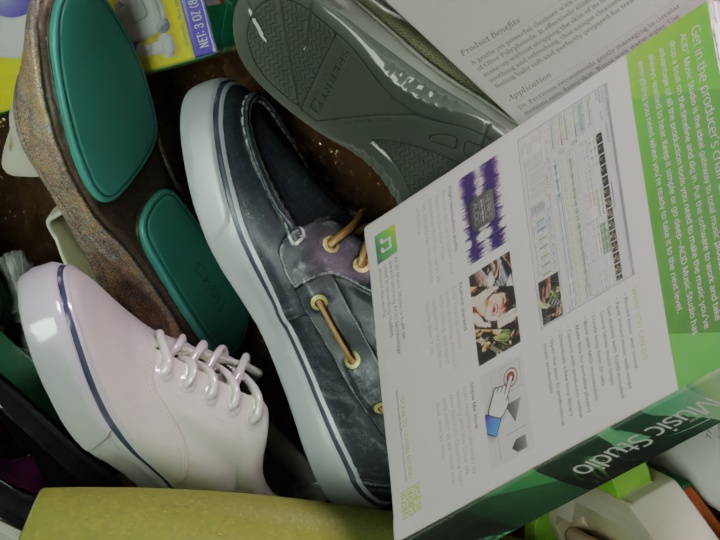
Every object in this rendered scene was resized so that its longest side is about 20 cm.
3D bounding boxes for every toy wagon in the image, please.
[{"bbox_3d":[0.120,0.128,1.125,0.155,0.039,0.201,23,137,65],"label":"toy wagon"}]

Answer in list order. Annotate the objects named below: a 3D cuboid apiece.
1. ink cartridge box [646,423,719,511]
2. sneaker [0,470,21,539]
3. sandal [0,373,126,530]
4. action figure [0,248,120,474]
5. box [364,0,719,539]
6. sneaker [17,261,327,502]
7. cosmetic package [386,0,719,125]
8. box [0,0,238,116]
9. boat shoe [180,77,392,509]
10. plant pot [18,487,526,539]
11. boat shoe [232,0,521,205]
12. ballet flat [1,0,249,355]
[{"bbox_3d":[0.185,0.025,1.054,0.200,0.082,0.147,-154,62,-63],"label":"ink cartridge box"},{"bbox_3d":[-0.192,0.109,1.260,0.072,0.073,0.200,-24,123,42],"label":"sneaker"},{"bbox_3d":[-0.133,0.101,1.225,0.201,0.048,0.075,51,165,-30],"label":"sandal"},{"bbox_3d":[-0.172,0.016,1.271,0.200,0.055,0.118,48,160,-3],"label":"action figure"},{"bbox_3d":[0.082,0.008,1.060,0.200,0.036,0.145,-33,51,41],"label":"box"},{"bbox_3d":[-0.077,0.053,1.203,0.071,0.200,0.073,-22,51,13],"label":"sneaker"},{"bbox_3d":[0.043,-0.158,1.079,0.107,0.085,0.200,-30,126,26],"label":"cosmetic package"},{"bbox_3d":[-0.154,-0.131,1.253,0.199,0.048,0.118,-14,95,28],"label":"box"},{"bbox_3d":[0.000,0.000,1.202,0.091,0.071,0.201,-20,99,25],"label":"boat shoe"},{"bbox_3d":[-0.054,0.165,1.160,0.199,0.187,0.188,21,110,-2],"label":"plant pot"},{"bbox_3d":[0.038,-0.060,1.173,0.202,0.065,0.075,39,130,11],"label":"boat shoe"},{"bbox_3d":[-0.115,-0.036,1.215,0.067,0.068,0.201,-1,124,34],"label":"ballet flat"}]
